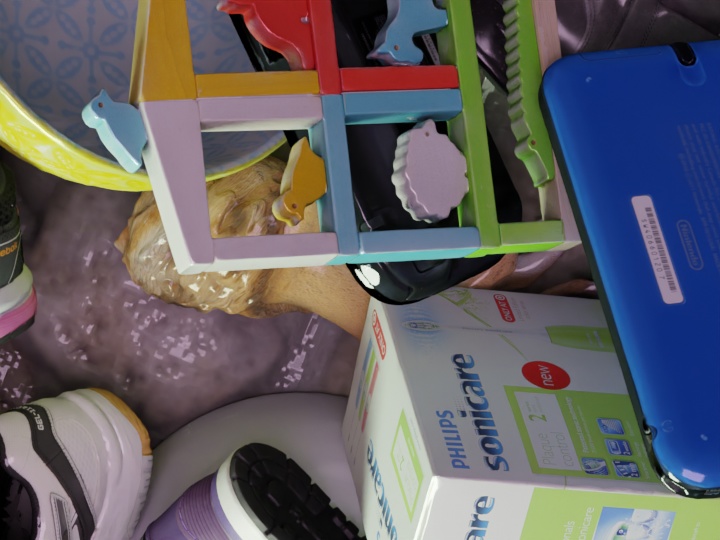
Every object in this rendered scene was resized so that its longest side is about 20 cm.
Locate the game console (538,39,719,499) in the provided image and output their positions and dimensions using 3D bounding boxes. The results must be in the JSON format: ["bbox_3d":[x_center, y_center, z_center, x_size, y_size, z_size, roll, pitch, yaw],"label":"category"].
[{"bbox_3d":[0.164,0.017,1.115,0.170,0.201,0.119,-6,148,-14],"label":"game console"}]

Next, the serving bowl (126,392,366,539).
[{"bbox_3d":[-0.026,0.161,1.261,0.199,0.066,0.201,0,105,0],"label":"serving bowl"}]

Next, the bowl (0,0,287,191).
[{"bbox_3d":[-0.118,-0.118,1.156,0.200,0.200,0.107,51,141,-11],"label":"bowl"}]

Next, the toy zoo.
[{"bbox_3d":[-0.012,-0.068,1.091,0.199,0.020,0.132,-3,80,-21],"label":"toy zoo"}]

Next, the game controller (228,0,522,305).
[{"bbox_3d":[0.000,-0.086,1.145,0.042,0.104,0.201,-25,89,36],"label":"game controller"}]

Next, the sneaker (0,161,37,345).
[{"bbox_3d":[-0.202,-0.053,1.159,0.200,0.080,0.087,33,131,29],"label":"sneaker"}]

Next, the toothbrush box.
[{"bbox_3d":[0.104,0.084,1.170,0.199,0.146,0.087,5,121,-13],"label":"toothbrush box"}]

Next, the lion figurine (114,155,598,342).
[{"bbox_3d":[0.000,0.000,1.217,0.199,0.073,0.123,33,106,-10],"label":"lion figurine"}]

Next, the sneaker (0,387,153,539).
[{"bbox_3d":[-0.158,0.148,1.234,0.075,0.087,0.201,23,109,40],"label":"sneaker"}]

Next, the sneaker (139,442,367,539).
[{"bbox_3d":[-0.014,0.171,1.203,0.087,0.076,0.200,-38,98,24],"label":"sneaker"}]

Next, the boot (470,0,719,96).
[{"bbox_3d":[0.140,-0.089,1.197,0.132,0.070,0.200,-44,109,0],"label":"boot"}]
